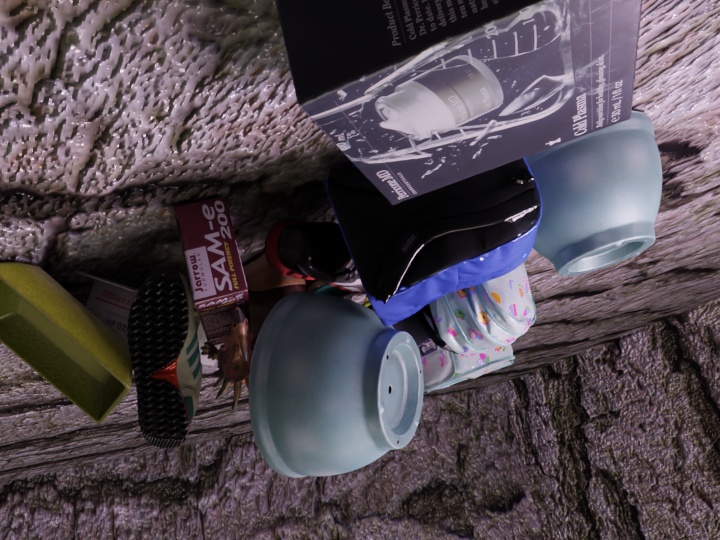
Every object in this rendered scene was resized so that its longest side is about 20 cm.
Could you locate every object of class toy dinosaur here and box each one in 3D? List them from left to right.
[{"bbox_3d":[-0.104,0.125,0.801,0.086,0.200,0.136,-44,-155,-1],"label":"toy dinosaur"}]

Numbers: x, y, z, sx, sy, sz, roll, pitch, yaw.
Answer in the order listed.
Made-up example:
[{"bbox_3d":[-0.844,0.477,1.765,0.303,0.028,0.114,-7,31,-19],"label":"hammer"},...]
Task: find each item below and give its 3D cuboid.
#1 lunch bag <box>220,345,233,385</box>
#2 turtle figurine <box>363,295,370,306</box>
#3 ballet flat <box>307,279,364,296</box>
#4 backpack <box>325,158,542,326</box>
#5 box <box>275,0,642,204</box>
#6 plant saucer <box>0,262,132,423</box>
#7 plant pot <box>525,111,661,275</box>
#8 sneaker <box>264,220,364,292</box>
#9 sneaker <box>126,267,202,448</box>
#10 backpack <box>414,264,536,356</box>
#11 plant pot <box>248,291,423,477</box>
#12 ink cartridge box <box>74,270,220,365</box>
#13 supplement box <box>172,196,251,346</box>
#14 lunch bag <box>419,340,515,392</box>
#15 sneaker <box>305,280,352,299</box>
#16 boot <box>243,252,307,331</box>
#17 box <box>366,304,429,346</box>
[{"bbox_3d":[-0.165,0.151,1.342,0.173,0.084,0.199,-8,164,-33],"label":"lunch bag"},{"bbox_3d":[0.024,0.052,1.138,0.162,0.064,0.201,-49,155,-9],"label":"turtle figurine"},{"bbox_3d":[0.000,0.000,0.993,0.196,0.074,0.067,1,159,-40],"label":"ballet flat"},{"bbox_3d":[0.083,-0.055,0.743,0.196,0.166,0.168,-25,162,3],"label":"backpack"},{"bbox_3d":[0.069,-0.156,0.466,0.192,0.127,0.200,-17,164,16],"label":"box"},{"bbox_3d":[-0.353,0.081,0.839,0.048,0.199,0.199,-53,-170,-36],"label":"plant saucer"},{"bbox_3d":[0.274,-0.077,0.854,0.195,0.138,0.201,-13,164,-4],"label":"plant pot"},{"bbox_3d":[-0.014,-0.013,0.863,0.197,0.073,0.097,13,174,-33],"label":"sneaker"},{"bbox_3d":[-0.219,0.092,0.814,0.068,0.206,0.094,0,-169,-1],"label":"sneaker"},{"bbox_3d":[0.134,0.001,0.886,0.164,0.205,0.126,3,157,-42],"label":"backpack"},{"bbox_3d":[-0.011,0.126,0.768,0.131,0.206,0.199,-1,171,28],"label":"plant pot"},{"bbox_3d":[-0.268,0.064,0.896,0.113,0.070,0.200,15,173,20],"label":"ink cartridge box"},{"bbox_3d":[-0.166,0.009,0.815,0.059,0.111,0.200,-14,164,-11],"label":"supplement box"},{"bbox_3d":[0.189,0.135,1.415,0.195,0.174,0.122,-19,165,5],"label":"lunch bag"},{"bbox_3d":[-0.051,0.028,1.074,0.089,0.071,0.201,-27,165,-8],"label":"sneaker"},{"bbox_3d":[-0.135,0.079,0.960,0.071,0.170,0.199,-3,160,-42],"label":"boot"},{"bbox_3d":[0.005,0.096,0.969,0.140,0.080,0.199,-24,176,-42],"label":"box"}]
